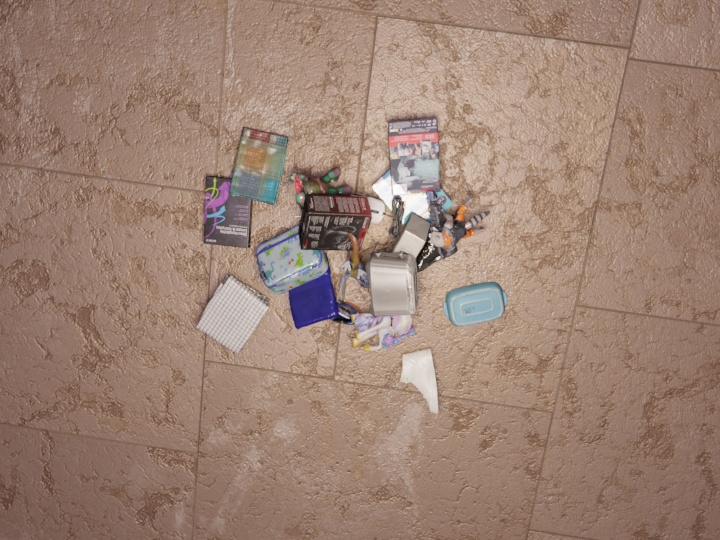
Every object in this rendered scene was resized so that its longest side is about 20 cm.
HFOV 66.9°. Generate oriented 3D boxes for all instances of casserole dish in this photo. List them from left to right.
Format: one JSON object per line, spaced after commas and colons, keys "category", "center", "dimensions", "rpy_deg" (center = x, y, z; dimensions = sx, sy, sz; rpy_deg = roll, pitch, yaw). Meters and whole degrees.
{"category": "casserole dish", "center": [0.349, 0.106, 1.649], "dimensions": [0.196, 0.039, 0.124], "rpy_deg": [-12, 100, 6]}

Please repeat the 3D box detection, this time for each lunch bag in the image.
{"category": "lunch bag", "center": [-0.204, -0.036, 1.599], "dimensions": [0.197, 0.083, 0.163], "rpy_deg": [-23, 60, 7]}

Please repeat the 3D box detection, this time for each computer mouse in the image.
{"category": "computer mouse", "center": [0.032, -0.170, 1.567], "dimensions": [0.197, 0.044, 0.112], "rpy_deg": [17, 101, 26]}

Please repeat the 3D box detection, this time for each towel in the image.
{"category": "towel", "center": [-0.385, 0.130, 1.674], "dimensions": [0.164, 0.086, 0.202], "rpy_deg": [35, 103, -2]}
{"category": "towel", "center": [-0.295, -0.304, 1.587], "dimensions": [0.143, 0.022, 0.205], "rpy_deg": [11, 89, 0]}
{"category": "towel", "center": [-0.146, 0.060, 1.625], "dimensions": [0.145, 0.050, 0.204], "rpy_deg": [-17, 72, 12]}

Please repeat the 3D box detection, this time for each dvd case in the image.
{"category": "dvd case", "center": [0.151, -0.318, 1.534], "dimensions": [0.143, 0.022, 0.205], "rpy_deg": [-5, 99, 2]}

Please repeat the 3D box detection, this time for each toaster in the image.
{"category": "toaster", "center": [0.089, 0.045, 1.483], "dimensions": [0.126, 0.114, 0.204], "rpy_deg": [0, 112, 14]}

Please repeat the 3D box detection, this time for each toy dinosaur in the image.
{"category": "toy dinosaur", "center": [0.000, 0.000, 1.578], "dimensions": [0.103, 0.181, 0.204], "rpy_deg": [13, 95, 6]}

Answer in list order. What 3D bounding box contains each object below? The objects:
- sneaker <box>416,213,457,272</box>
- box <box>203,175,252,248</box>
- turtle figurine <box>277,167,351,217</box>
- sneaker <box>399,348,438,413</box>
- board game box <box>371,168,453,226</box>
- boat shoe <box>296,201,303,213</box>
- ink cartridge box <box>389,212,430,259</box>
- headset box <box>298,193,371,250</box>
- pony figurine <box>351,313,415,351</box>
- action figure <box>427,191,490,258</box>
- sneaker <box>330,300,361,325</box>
{"category": "sneaker", "center": [0.210, -0.077, 1.610], "dimensions": [0.197, 0.060, 0.106], "rpy_deg": [-26, 102, 2]}
{"category": "box", "center": [-0.395, -0.174, 1.634], "dimensions": [0.140, 0.036, 0.205], "rpy_deg": [6, 102, 2]}
{"category": "turtle figurine", "center": [-0.126, -0.218, 1.536], "dimensions": [0.198, 0.100, 0.152], "rpy_deg": [-25, 96, -31]}
{"category": "sneaker", "center": [0.181, 0.349, 1.695], "dimensions": [0.113, 0.074, 0.205], "rpy_deg": [-10, 91, 7]}
{"category": "board game box", "center": [0.151, -0.220, 1.588], "dimensions": [0.151, 0.047, 0.200], "rpy_deg": [-41, 96, 10]}
{"category": "boat shoe", "center": [-0.115, -0.153, 1.609], "dimensions": [0.074, 0.060, 0.201], "rpy_deg": [-39, 97, 10]}
{"category": "ink cartridge box", "center": [0.121, -0.048, 1.560], "dimensions": [0.066, 0.117, 0.202], "rpy_deg": [27, 124, -1]}
{"category": "headset box", "center": [-0.064, -0.130, 1.516], "dimensions": [0.196, 0.078, 0.150], "rpy_deg": [-1, 142, -17]}
{"category": "pony figurine", "center": [0.074, 0.153, 1.621], "dimensions": [0.196, 0.168, 0.196], "rpy_deg": [-12, 128, -13]}
{"category": "action figure", "center": [0.261, -0.138, 1.520], "dimensions": [0.192, 0.104, 0.203], "rpy_deg": [-36, 120, -26]}
{"category": "sneaker", "center": [-0.091, 0.113, 1.654], "dimensions": [0.196, 0.079, 0.077], "rpy_deg": [16, 102, 0]}
